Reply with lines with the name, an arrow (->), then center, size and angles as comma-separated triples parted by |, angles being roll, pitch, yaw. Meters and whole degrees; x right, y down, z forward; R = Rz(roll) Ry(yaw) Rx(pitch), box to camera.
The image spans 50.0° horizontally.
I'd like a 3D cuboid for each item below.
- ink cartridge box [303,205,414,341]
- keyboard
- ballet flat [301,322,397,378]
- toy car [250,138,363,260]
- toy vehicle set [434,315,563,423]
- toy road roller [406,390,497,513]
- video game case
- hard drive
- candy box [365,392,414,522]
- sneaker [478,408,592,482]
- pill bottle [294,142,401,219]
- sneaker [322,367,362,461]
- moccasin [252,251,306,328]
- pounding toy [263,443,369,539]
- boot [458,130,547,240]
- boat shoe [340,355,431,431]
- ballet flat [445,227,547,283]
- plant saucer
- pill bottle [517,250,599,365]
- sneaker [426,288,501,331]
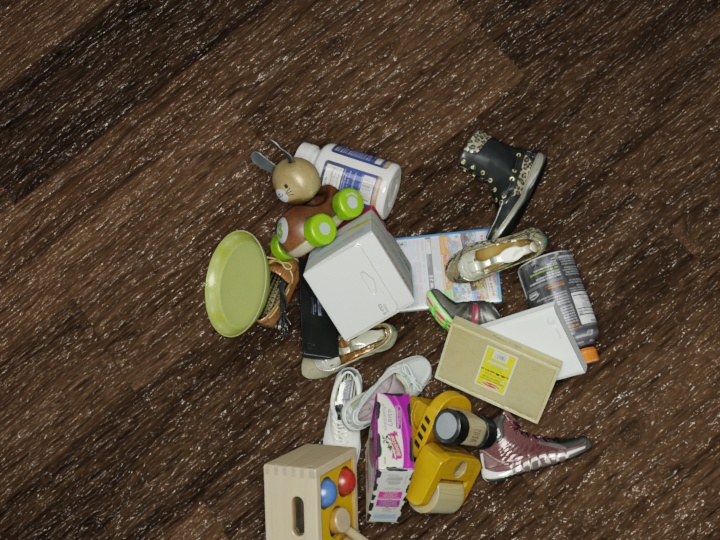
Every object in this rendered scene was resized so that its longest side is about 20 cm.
ink cartridge box -> 0.000, 0.000, 1.368 | 0.144, 0.200, 0.146 | -31, 103, 10
keyboard -> -0.101, 0.067, 1.423 | 0.126, 0.021, 0.202 | 12, 56, -26
ballet flat -> -0.027, 0.142, 1.440 | 0.198, 0.062, 0.068 | -25, 74, 2
toy car -> -0.122, -0.141, 1.395 | 0.158, 0.164, 0.201 | -45, 105, -31
toy vehicle set -> 0.236, 0.172, 1.340 | 0.198, 0.027, 0.126 | 23, 123, 14
toy road roller -> 0.131, 0.306, 1.348 | 0.145, 0.122, 0.202 | 28, 96, 45
video game case -> 0.163, 0.000, 1.469 | 0.197, 0.018, 0.145 | -6, 75, 7
hard drive -> 0.272, 0.142, 1.340 | 0.198, 0.026, 0.133 | -21, 105, 33
candy box -> 0.045, 0.314, 1.283 | 0.060, 0.201, 0.138 | 2, 49, -3
sneaker -> 0.295, 0.290, 1.352 | 0.197, 0.076, 0.117 | -17, 72, 5
pill bottle -> -0.029, -0.179, 1.492 | 0.198, 0.111, 0.112 | 19, 80, 12
sneaker -> -0.035, 0.276, 1.404 | 0.072, 0.071, 0.203 | 1, 79, 8
moccasin -> -0.159, 0.008, 1.483 | 0.073, 0.078, 0.204 | 22, 81, 15
pounding toy -> -0.056, 0.413, 1.317 | 0.140, 0.184, 0.203 | -2, 91, 25
boot -> 0.248, -0.160, 1.469 | 0.152, 0.074, 0.205 | 27, 78, 17
boat shoe -> 0.056, 0.218, 1.378 | 0.200, 0.065, 0.075 | -28, 90, -27
ballet flat -> 0.238, -0.023, 1.388 | 0.198, 0.075, 0.069 | -20, 98, 20
plant saucer -> -0.229, 0.026, 1.469 | 0.198, 0.031, 0.203 | -10, 75, 44
pill bottle -> 0.359, 0.076, 1.376 | 0.105, 0.106, 0.203 | -16, 75, 4
sneaker -> 0.208, 0.088, 1.417 | 0.198, 0.077, 0.084 | 31, 76, 2
